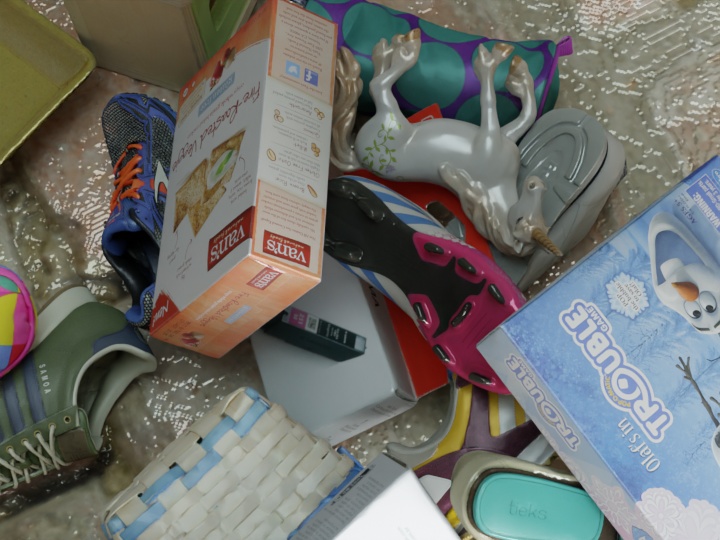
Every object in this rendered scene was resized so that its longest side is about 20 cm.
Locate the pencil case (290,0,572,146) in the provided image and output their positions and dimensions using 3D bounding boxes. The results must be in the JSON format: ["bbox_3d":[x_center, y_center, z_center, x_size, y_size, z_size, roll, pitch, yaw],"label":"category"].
[{"bbox_3d":[0.046,-0.148,1.235,0.198,0.085,0.093,17,69,12],"label":"pencil case"}]

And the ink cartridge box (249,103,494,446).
[{"bbox_3d":[0.000,0.000,1.163,0.173,0.043,0.201,-28,64,19],"label":"ink cartridge box"}]

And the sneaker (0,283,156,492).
[{"bbox_3d":[-0.218,0.104,1.152,0.089,0.067,0.201,29,68,23],"label":"sneaker"}]

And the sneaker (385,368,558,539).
[{"bbox_3d":[0.105,0.073,1.081,0.090,0.075,0.200,43,78,7],"label":"sneaker"}]

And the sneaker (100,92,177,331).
[{"bbox_3d":[-0.146,-0.041,1.194,0.078,0.075,0.201,1,57,-39],"label":"sneaker"}]

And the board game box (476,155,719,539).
[{"bbox_3d":[0.203,0.064,1.014,0.199,0.043,0.200,-36,85,-26],"label":"board game box"}]

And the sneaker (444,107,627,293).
[{"bbox_3d":[0.109,-0.017,1.180,0.200,0.080,0.076,-46,61,7],"label":"sneaker"}]

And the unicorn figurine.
[{"bbox_3d":[0.066,-0.085,1.138,0.198,0.074,0.139,9,86,27],"label":"unicorn figurine"}]

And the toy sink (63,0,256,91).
[{"bbox_3d":[-0.141,-0.237,1.228,0.111,0.200,0.131,18,67,13],"label":"toy sink"}]

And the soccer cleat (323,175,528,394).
[{"bbox_3d":[0.053,0.003,1.083,0.200,0.086,0.070,41,109,27],"label":"soccer cleat"}]

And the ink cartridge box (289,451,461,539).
[{"bbox_3d":[0.000,0.246,1.017,0.200,0.200,0.041,-41,26,-16],"label":"ink cartridge box"}]

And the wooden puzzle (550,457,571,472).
[{"bbox_3d":[0.178,0.120,1.127,0.184,0.046,0.201,-22,70,-4],"label":"wooden puzzle"}]

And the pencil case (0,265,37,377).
[{"bbox_3d":[-0.310,0.020,1.157,0.199,0.088,0.089,13,65,38],"label":"pencil case"}]

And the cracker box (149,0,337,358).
[{"bbox_3d":[-0.076,-0.060,1.123,0.057,0.134,0.202,20,56,-27],"label":"cracker box"}]

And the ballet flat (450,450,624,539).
[{"bbox_3d":[0.142,0.151,1.022,0.199,0.069,0.070,20,66,-15],"label":"ballet flat"}]

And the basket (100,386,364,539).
[{"bbox_3d":[-0.051,0.182,1.071,0.176,0.139,0.200,-41,87,-14],"label":"basket"}]

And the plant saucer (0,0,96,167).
[{"bbox_3d":[-0.325,-0.130,1.280,0.199,0.049,0.200,36,74,19],"label":"plant saucer"}]
